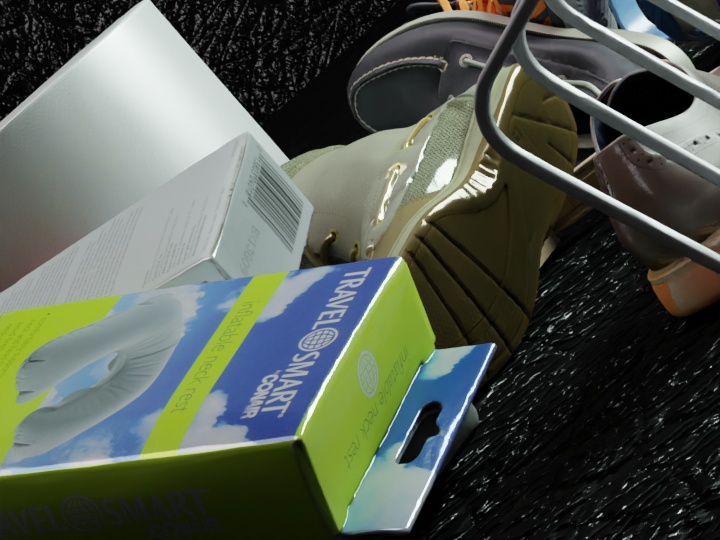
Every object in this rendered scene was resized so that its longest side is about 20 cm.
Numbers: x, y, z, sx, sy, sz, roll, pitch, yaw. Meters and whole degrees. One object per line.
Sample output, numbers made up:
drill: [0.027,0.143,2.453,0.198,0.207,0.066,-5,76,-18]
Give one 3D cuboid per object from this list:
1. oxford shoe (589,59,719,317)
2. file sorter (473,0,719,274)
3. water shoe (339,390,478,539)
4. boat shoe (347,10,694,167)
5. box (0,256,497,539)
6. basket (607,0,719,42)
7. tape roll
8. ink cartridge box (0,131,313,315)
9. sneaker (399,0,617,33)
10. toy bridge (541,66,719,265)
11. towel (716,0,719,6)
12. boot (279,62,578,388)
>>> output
oxford shoe: [0.129,-0.054,0.889,0.071,0.073,0.200,-37,7,22]
file sorter: [0.130,-0.106,0.752,0.139,0.124,0.200,-60,2,34]
water shoe: [-0.039,0.078,0.919,0.200,0.079,0.072,-32,11,46]
boat shoe: [0.065,-0.080,1.168,0.200,0.073,0.063,4,37,38]
box: [-0.063,0.052,0.858,0.200,0.048,0.122,-9,28,25]
basket: [0.166,-0.208,1.232,0.139,0.177,0.200,-34,13,-24]
tape roll: [-0.136,-0.019,1.193,0.203,0.139,0.203,-41,9,8]
ink cartridge box: [-0.116,0.032,1.013,0.200,0.050,0.109,-32,22,22]
sneaker: [0.069,-0.126,1.231,0.112,0.078,0.200,-2,-25,12]
toy bridge: [0.140,-0.060,1.049,0.200,0.027,0.067,-34,9,39]
towel: [0.208,-0.167,1.016,0.148,0.049,0.200,-66,-13,12]
boot: [0.000,0.000,1.038,0.155,0.072,0.200,-17,32,37]
